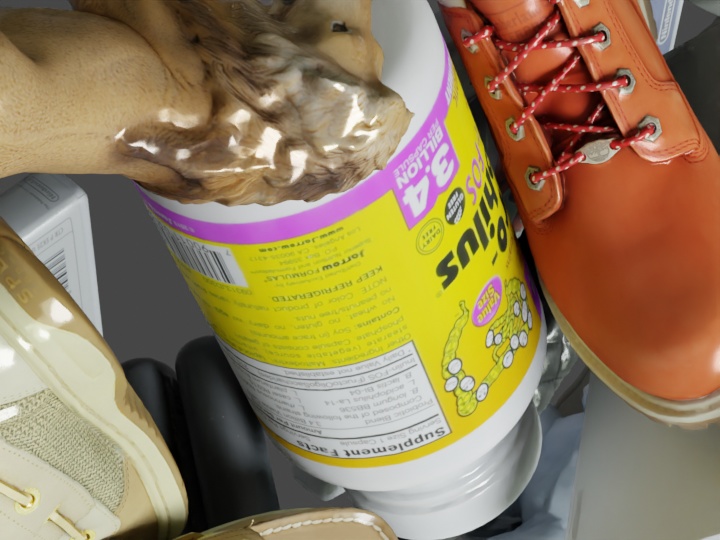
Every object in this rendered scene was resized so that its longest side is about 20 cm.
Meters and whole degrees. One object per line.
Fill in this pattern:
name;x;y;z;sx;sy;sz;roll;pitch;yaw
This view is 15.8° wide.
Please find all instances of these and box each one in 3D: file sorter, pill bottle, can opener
file sorter;0.169;0.018;0.868;0.124;0.139;0.201;25;61;-25
pill bottle;0.000;0.000;0.835;0.104;0.104;0.201;-44;139;-18
can opener;-0.037;0.125;0.873;0.053;0.201;0.067;-18;163;17

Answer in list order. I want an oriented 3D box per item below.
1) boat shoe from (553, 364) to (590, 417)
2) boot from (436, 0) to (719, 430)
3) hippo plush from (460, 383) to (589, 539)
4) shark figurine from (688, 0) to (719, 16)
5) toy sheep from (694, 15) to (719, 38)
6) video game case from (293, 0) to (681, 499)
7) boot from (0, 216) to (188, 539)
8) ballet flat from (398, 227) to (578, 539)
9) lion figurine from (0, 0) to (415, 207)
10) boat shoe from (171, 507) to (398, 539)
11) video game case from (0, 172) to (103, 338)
boat shoe;0.128;0.051;1.146;0.057;0.067;0.201;3;121;-22
boot;0.066;-0.047;0.805;0.075;0.201;0.107;-28;154;12
hippo plush;0.064;0.113;1.038;0.159;0.199;0.162;45;62;-43
shark figurine;0.154;-0.119;0.930;0.214;0.089;0.129;14;88;-42
toy sheep;0.188;-0.051;1.049;0.137;0.201;0.138;-13;162;-4
video game case;0.051;-0.028;0.987;0.182;0.023;0.201;-32;144;-36
boot;-0.132;0.076;0.740;0.155;0.073;0.200;-41;162;-10
ballet flat;0.064;0.032;0.955;0.057;0.066;0.201;31;91;-33
lion figurine;-0.084;-0.050;0.669;0.199;0.122;0.073;-16;134;-48
boat shoe;-0.048;0.116;0.775;0.199;0.074;0.066;-24;173;-44
video game case;-0.151;0.086;0.818;0.182;0.023;0.201;-38;148;-29
